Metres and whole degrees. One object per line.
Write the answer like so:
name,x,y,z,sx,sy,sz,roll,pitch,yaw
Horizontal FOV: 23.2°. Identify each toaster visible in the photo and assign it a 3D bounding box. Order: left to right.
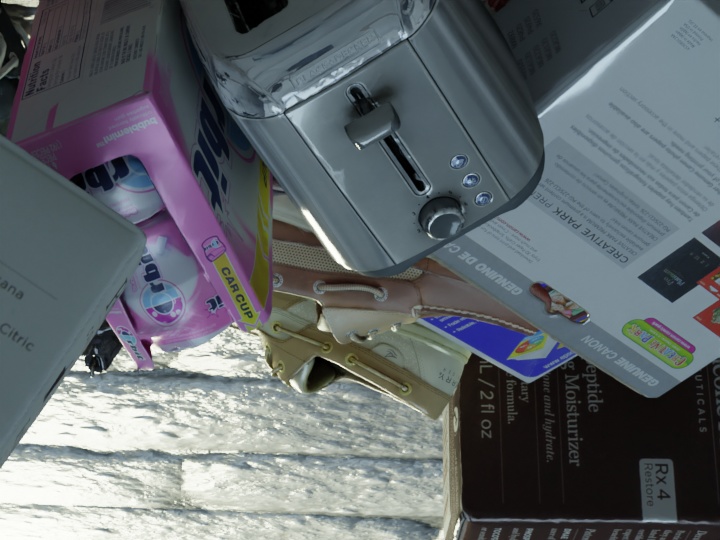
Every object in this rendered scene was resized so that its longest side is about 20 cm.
toaster,-0.008,-0.105,0.746,0.113,0.200,0.129,-28,139,9

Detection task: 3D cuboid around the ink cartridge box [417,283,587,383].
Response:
ink cartridge box,0.109,-0.025,1.006,0.198,0.044,0.200,-33,139,29

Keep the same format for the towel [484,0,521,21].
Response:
towel,0.107,-0.089,0.869,0.144,0.023,0.200,17,130,-24

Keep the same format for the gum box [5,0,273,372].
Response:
gum box,-0.088,-0.061,0.753,0.066,0.200,0.114,-20,122,11

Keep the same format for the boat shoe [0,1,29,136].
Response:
boat shoe,-0.188,-0.096,0.856,0.060,0.076,0.200,39,168,12

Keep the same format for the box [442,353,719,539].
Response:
box,0.158,0.120,1.214,0.199,0.166,0.164,1,154,-1

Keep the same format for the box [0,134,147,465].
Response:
box,-0.202,0.004,0.622,0.200,0.131,0.199,34,162,-5

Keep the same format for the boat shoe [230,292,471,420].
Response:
boat shoe,-0.029,0.046,1.120,0.199,0.067,0.074,12,168,27

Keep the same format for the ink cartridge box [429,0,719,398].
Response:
ink cartridge box,0.137,-0.050,0.837,0.175,0.084,0.200,-39,127,25

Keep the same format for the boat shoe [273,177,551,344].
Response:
boat shoe,0.000,0.000,0.913,0.199,0.072,0.076,19,-170,-5

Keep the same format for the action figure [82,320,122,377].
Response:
action figure,-0.197,0.012,1.072,0.118,0.102,0.200,2,170,2
